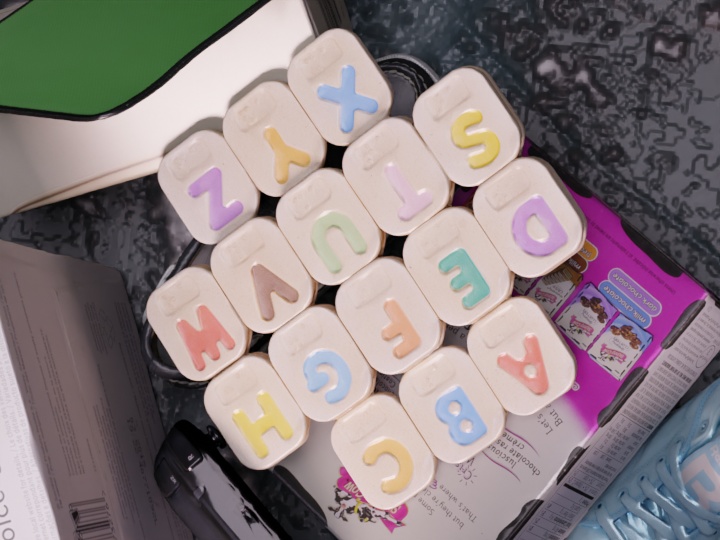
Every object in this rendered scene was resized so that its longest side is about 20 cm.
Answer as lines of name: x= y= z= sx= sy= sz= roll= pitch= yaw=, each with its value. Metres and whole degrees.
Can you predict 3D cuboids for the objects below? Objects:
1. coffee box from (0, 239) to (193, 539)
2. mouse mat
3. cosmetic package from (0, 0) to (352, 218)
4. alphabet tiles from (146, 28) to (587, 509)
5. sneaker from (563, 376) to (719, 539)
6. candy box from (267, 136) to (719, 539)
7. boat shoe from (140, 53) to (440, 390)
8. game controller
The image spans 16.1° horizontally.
coffee box: x=-0.207 y=0.113 z=1.190 sx=0.196 sy=0.200 sz=0.201 roll=-17 pitch=84 yaw=11
mouse mat: x=-0.100 y=-0.124 z=1.179 sx=0.160 sy=0.200 sz=0.008 roll=9 pitch=131 yaw=45
cosmetic package: x=-0.108 y=-0.097 z=1.222 sx=0.199 sy=0.104 sz=0.073 roll=-16 pitch=115 yaw=12
alphabet tiles: x=0.000 y=0.000 z=1.153 sx=0.199 sy=0.015 sz=0.196 roll=-35 pitch=84 yaw=17
sneaker: x=0.157 y=0.093 z=1.176 sx=0.200 sy=0.082 sz=0.074 roll=-45 pitch=79 yaw=6
candy box: x=0.062 y=0.054 z=1.191 sx=0.136 sy=0.061 sz=0.200 roll=43 pitch=95 yaw=29
boat shoe: x=-0.031 y=-0.022 z=1.232 sx=0.075 sy=0.060 sz=0.201 roll=36 pitch=94 yaw=11
game controller: x=-0.025 y=0.154 z=1.199 sx=0.042 sy=0.104 sz=0.200 roll=-40 pitch=80 yaw=-2
